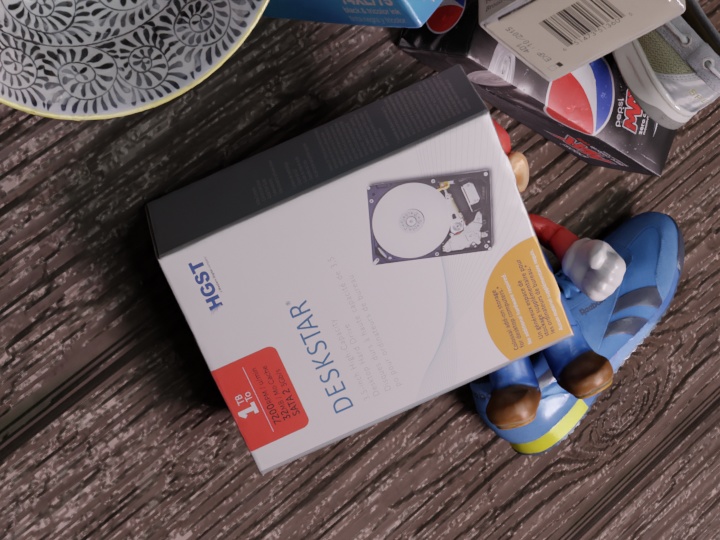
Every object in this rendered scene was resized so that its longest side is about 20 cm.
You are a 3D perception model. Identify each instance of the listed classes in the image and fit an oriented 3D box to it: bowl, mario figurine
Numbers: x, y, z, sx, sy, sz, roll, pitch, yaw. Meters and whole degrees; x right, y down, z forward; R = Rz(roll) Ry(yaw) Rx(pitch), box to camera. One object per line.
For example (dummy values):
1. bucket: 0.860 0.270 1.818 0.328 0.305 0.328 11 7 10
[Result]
1. bowl: -0.143 -0.187 1.098 0.199 0.094 0.202 -8 117 -16
2. mario figurine: 0.080 -0.003 1.318 0.123 0.106 0.201 -31 102 -31

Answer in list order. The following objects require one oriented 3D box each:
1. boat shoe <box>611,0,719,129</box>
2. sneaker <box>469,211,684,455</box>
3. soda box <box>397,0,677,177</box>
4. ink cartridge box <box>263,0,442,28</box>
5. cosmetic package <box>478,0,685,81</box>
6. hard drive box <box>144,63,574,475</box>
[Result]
1. boat shoe: 0.177 -0.188 1.356 0.074 0.065 0.203 11 54 -50
2. sneaker: 0.143 0.025 1.426 0.200 0.066 0.079 -51 123 -20
3. soda box: 0.119 -0.127 1.369 0.199 0.071 0.064 26 83 -40
4. ink cartridge box: -0.022 -0.256 1.170 0.147 0.145 0.200 -52 126 -20
5. cosmetic package: 0.127 -0.224 1.277 0.071 0.105 0.201 33 43 -37
6. hard drive box: 0.000 0.000 1.231 0.199 0.077 0.157 -24 118 1
